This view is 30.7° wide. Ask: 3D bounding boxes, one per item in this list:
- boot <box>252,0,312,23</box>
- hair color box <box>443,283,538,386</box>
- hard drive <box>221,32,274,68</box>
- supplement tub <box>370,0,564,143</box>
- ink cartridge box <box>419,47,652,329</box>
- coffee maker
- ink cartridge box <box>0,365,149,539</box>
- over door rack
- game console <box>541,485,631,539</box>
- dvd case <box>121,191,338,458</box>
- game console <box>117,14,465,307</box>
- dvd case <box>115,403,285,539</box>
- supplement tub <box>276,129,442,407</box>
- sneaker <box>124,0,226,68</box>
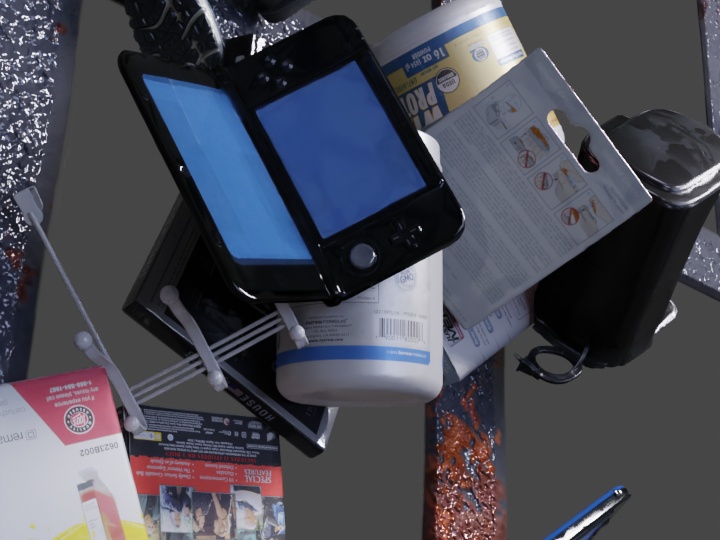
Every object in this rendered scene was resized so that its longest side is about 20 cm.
[{"bbox_3d":[-0.067,-0.315,1.092,0.066,0.164,0.200,55,7,37],"label":"boot"},{"bbox_3d":[0.106,0.026,1.229,0.200,0.060,0.100,-31,95,-47],"label":"hair color box"},{"bbox_3d":[-0.047,-0.097,1.107,0.199,0.038,0.141,22,69,-50],"label":"hard drive"},{"bbox_3d":[0.104,-0.145,1.236,0.144,0.144,0.201,-30,95,-46],"label":"supplement tub"},{"bbox_3d":[0.118,-0.069,1.100,0.160,0.199,0.047,51,21,-8],"label":"ink cartridge box"},{"bbox_3d":[0.236,-0.019,1.168,0.134,0.201,0.193,19,42,10],"label":"coffee maker"},{"bbox_3d":[-0.216,0.177,0.840,0.144,0.083,0.202,-8,80,-45],"label":"ink cartridge box"},{"bbox_3d":[-0.144,-0.005,0.930,0.147,0.067,0.201,-27,85,-4],"label":"over door rack"},{"bbox_3d":[0.178,0.310,1.148,0.118,0.171,0.199,47,40,19],"label":"game console"},{"bbox_3d":[-0.086,0.035,1.053,0.200,0.025,0.151,41,43,-22],"label":"dvd case"},{"bbox_3d":[-0.043,-0.086,0.907,0.175,0.117,0.201,-27,74,-5],"label":"game console"},{"bbox_3d":[-0.115,0.204,0.971,0.145,0.022,0.202,11,65,-41],"label":"dvd case"},{"bbox_3d":[0.000,0.000,1.014,0.131,0.131,0.202,12,73,-40],"label":"supplement tub"},{"bbox_3d":[-0.156,-0.245,1.078,0.201,0.077,0.086,60,37,-10],"label":"sneaker"}]
